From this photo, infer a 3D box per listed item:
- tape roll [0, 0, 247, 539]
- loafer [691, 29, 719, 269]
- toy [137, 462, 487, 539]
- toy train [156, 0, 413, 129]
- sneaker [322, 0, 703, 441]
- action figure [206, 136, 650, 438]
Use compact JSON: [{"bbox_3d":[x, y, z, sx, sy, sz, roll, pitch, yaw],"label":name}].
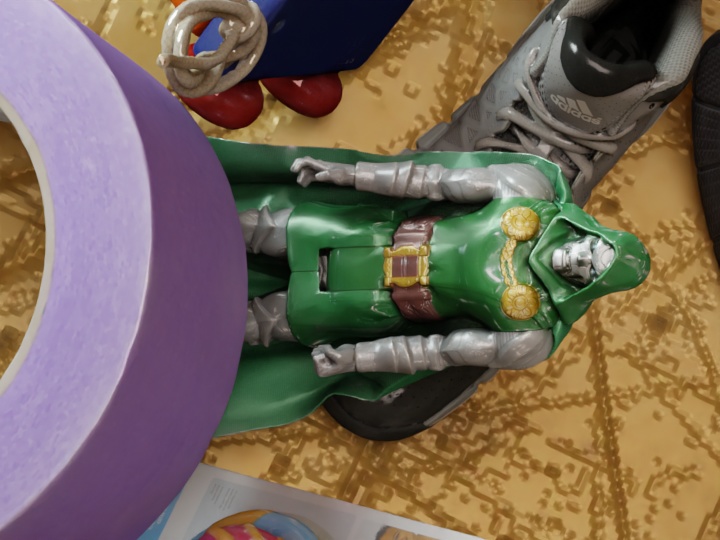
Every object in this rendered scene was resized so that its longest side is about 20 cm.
[{"bbox_3d":[-0.142,0.006,0.871,0.200,0.085,0.200,-4,78,17],"label":"tape roll"},{"bbox_3d":[0.171,0.008,0.967,0.063,0.072,0.200,-15,87,-24],"label":"loafer"},{"bbox_3d":[-0.040,0.115,0.850,0.047,0.200,0.115,40,71,-40],"label":"toy"},{"bbox_3d":[-0.058,-0.112,0.899,0.116,0.200,0.085,43,109,12],"label":"toy train"},{"bbox_3d":[0.052,-0.037,0.929,0.075,0.116,0.200,34,75,1],"label":"sneaker"},{"bbox_3d":[0.000,0.000,0.897,0.200,0.055,0.118,-4,87,27],"label":"action figure"}]
